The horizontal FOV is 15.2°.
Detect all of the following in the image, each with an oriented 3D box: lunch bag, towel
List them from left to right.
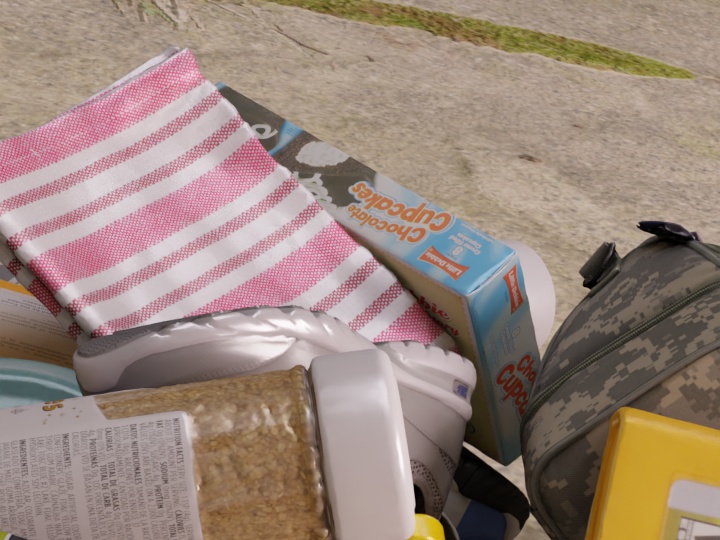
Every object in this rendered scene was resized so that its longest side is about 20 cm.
[{"bbox_3d":[-0.063,0.001,1.153,0.200,0.030,0.146,46,47,12],"label":"towel"},{"bbox_3d":[0.166,0.088,1.178,0.200,0.139,0.168,49,13,-13],"label":"lunch bag"}]

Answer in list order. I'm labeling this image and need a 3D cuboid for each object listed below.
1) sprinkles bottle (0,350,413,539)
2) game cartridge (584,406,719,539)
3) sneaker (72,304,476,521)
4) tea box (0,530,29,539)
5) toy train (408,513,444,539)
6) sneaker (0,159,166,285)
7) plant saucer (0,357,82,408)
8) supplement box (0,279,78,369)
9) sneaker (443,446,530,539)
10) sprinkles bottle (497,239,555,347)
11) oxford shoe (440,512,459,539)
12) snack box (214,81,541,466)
[{"bbox_3d":[-0.083,0.076,0.955,0.199,0.069,0.068,-9,23,-1],"label":"sprinkles bottle"},{"bbox_3d":[0.177,0.161,1.056,0.199,0.177,0.032,13,-11,-2],"label":"game cartridge"},{"bbox_3d":[-0.026,0.062,1.053,0.199,0.082,0.075,12,-16,-42],"label":"sneaker"},{"bbox_3d":[-0.172,0.171,0.832,0.196,0.134,0.200,15,21,3],"label":"tea box"},{"bbox_3d":[0.012,0.175,1.016,0.055,0.151,0.200,-18,6,15],"label":"toy train"},{"bbox_3d":[-0.131,0.004,1.286,0.115,0.200,0.075,-3,65,0],"label":"sneaker"},{"bbox_3d":[-0.138,0.106,1.023,0.199,0.036,0.201,5,51,-7],"label":"plant saucer"},{"bbox_3d":[-0.138,0.082,1.167,0.125,0.074,0.200,16,21,2],"label":"supplement box"},{"bbox_3d":[-0.003,0.098,1.232,0.200,0.077,0.076,21,8,-41],"label":"sneaker"},{"bbox_3d":[0.015,0.025,1.429,0.199,0.069,0.068,-7,30,-45],"label":"sprinkles bottle"},{"bbox_3d":[-0.027,0.131,1.101,0.058,0.076,0.200,-9,5,39],"label":"oxford shoe"},{"bbox_3d":[0.000,0.000,1.257,0.037,0.116,0.200,-40,50,-23],"label":"snack box"}]
